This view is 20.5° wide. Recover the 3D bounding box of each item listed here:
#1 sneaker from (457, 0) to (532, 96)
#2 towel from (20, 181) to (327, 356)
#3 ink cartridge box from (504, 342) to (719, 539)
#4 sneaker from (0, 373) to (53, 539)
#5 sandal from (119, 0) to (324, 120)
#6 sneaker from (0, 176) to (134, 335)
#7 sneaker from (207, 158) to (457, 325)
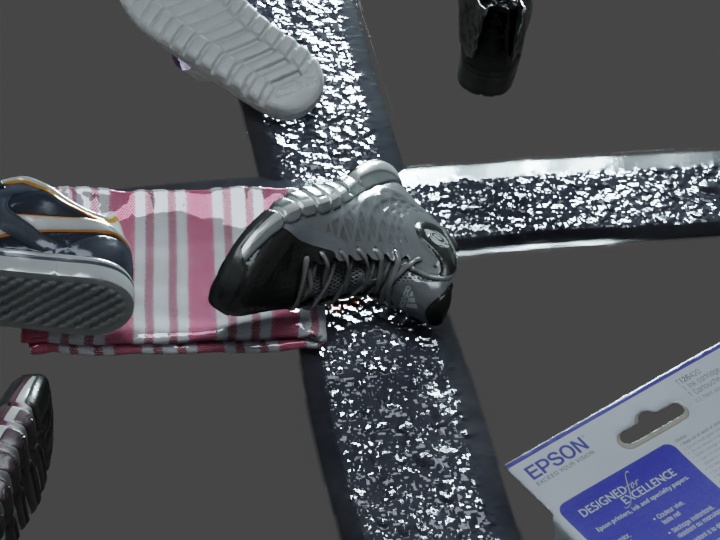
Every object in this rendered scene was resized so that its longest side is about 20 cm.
[{"bbox_3d":[0.104,-0.209,1.498,0.060,0.105,0.200,7,42,1],"label":"sneaker"},{"bbox_3d":[-0.123,-0.004,1.306,0.199,0.030,0.147,-1,44,-8],"label":"towel"},{"bbox_3d":[0.219,0.149,1.171,0.197,0.047,0.200,-25,49,-28],"label":"ink cartridge box"},{"bbox_3d":[-0.248,0.128,1.117,0.115,0.076,0.200,8,43,7],"label":"sneaker"},{"bbox_3d":[-0.112,-0.174,1.482,0.082,0.050,0.203,-38,70,-20],"label":"sandal"},{"bbox_3d":[-0.239,-0.013,1.226,0.199,0.079,0.080,10,46,-18],"label":"sneaker"},{"bbox_3d":[0.000,0.000,1.265,0.115,0.075,0.200,39,39,15],"label":"sneaker"}]
